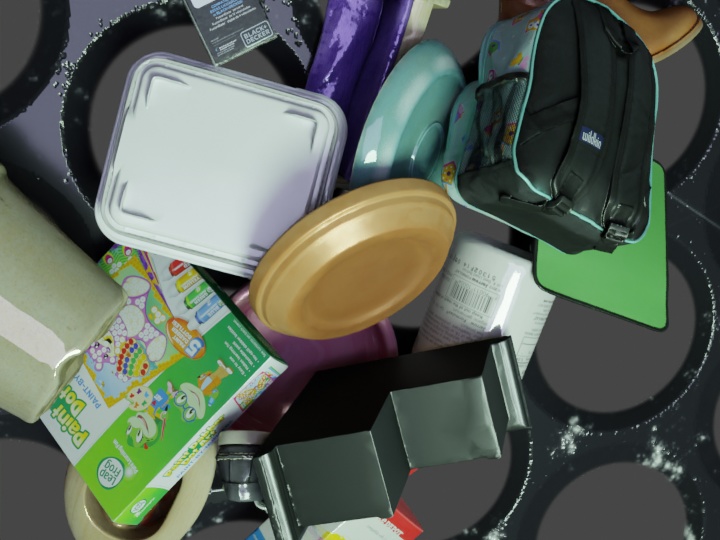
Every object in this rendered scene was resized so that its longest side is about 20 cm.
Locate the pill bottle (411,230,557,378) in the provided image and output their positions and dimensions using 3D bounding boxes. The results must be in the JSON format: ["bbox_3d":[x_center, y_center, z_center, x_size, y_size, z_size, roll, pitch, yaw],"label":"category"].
[{"bbox_3d":[0.114,0.072,0.986,0.113,0.114,0.202,18,99,-17],"label":"pill bottle"}]

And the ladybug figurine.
[{"bbox_3d":[-0.206,0.188,0.953,0.135,0.072,0.201,31,104,-2],"label":"ladybug figurine"}]

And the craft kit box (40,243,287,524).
[{"bbox_3d":[-0.198,0.084,0.891,0.198,0.048,0.200,-47,65,3],"label":"craft kit box"}]

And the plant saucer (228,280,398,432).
[{"bbox_3d":[-0.063,0.091,0.983,0.198,0.051,0.203,-3,104,-12],"label":"plant saucer"}]

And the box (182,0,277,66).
[{"bbox_3d":[-0.144,-0.281,0.838,0.060,0.117,0.202,-25,109,-3],"label":"box"}]

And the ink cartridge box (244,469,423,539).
[{"bbox_3d":[-0.018,0.262,1.006,0.200,0.067,0.116,-42,137,0],"label":"ink cartridge box"}]

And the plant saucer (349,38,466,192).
[{"bbox_3d":[0.051,-0.107,0.896,0.027,0.200,0.202,21,100,22],"label":"plant saucer"}]

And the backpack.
[{"bbox_3d":[0.171,-0.130,0.870,0.174,0.153,0.202,21,78,-28],"label":"backpack"}]

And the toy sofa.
[{"bbox_3d":[0.000,-0.173,0.915,0.097,0.083,0.202,15,100,-17],"label":"toy sofa"}]

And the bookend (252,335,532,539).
[{"bbox_3d":[0.037,0.146,0.853,0.198,0.199,0.093,-12,101,15],"label":"bookend"}]

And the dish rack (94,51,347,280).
[{"bbox_3d":[-0.119,-0.087,0.846,0.198,0.044,0.174,15,91,-5],"label":"dish rack"}]

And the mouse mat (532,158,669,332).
[{"bbox_3d":[0.241,-0.048,0.977,0.159,0.008,0.202,19,62,-18],"label":"mouse mat"}]

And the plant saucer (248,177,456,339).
[{"bbox_3d":[0.000,0.000,0.862,0.198,0.038,0.201,-23,151,-13],"label":"plant saucer"}]

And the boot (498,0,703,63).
[{"bbox_3d":[0.225,-0.267,0.954,0.198,0.077,0.157,-18,107,2],"label":"boot"}]

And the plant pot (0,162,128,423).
[{"bbox_3d":[-0.302,0.020,0.812,0.183,0.200,0.201,37,94,-7],"label":"plant pot"}]

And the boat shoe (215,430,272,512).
[{"bbox_3d":[-0.091,0.194,0.904,0.072,0.200,0.063,-2,69,5],"label":"boat shoe"}]
